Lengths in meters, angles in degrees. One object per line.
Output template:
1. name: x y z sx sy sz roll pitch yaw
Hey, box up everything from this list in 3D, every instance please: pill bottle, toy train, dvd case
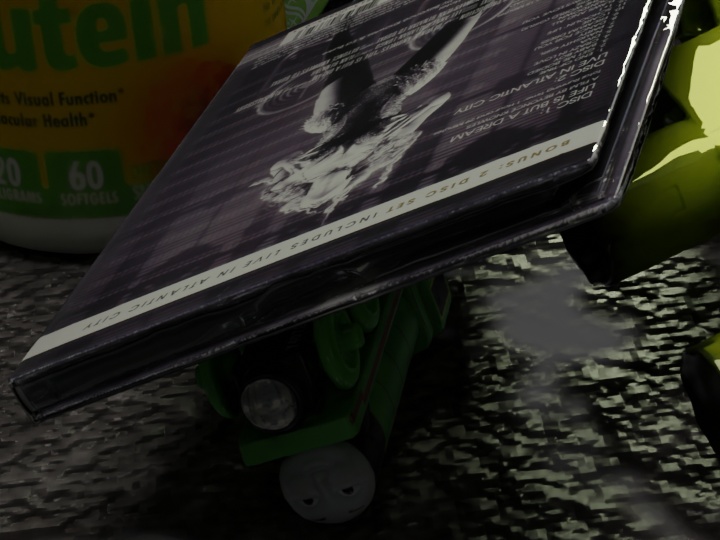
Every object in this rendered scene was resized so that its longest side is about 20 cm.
1. pill bottle: -0.082 -0.117 0.736 0.110 0.201 0.111 -5 24 2
2. toy train: 0.000 0.000 0.637 0.042 0.057 0.200 -15 22 17
3. dvd case: 0.010 -0.038 0.603 0.148 0.016 0.200 -20 20 24

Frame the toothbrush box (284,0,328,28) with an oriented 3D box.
1. toothbrush box: -0.037 -0.199 0.911 0.086 0.201 0.145 32 -4 -40

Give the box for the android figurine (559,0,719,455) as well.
1. android figurine: 0.154 -0.030 0.609 0.199 0.041 0.182 -24 53 -12

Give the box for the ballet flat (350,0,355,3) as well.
1. ballet flat: 0.068 -0.093 0.719 0.067 0.200 0.067 20 40 -44

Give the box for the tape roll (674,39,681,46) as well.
1. tape roll: 0.191 -0.085 0.768 0.199 0.066 0.200 -5 25 2
